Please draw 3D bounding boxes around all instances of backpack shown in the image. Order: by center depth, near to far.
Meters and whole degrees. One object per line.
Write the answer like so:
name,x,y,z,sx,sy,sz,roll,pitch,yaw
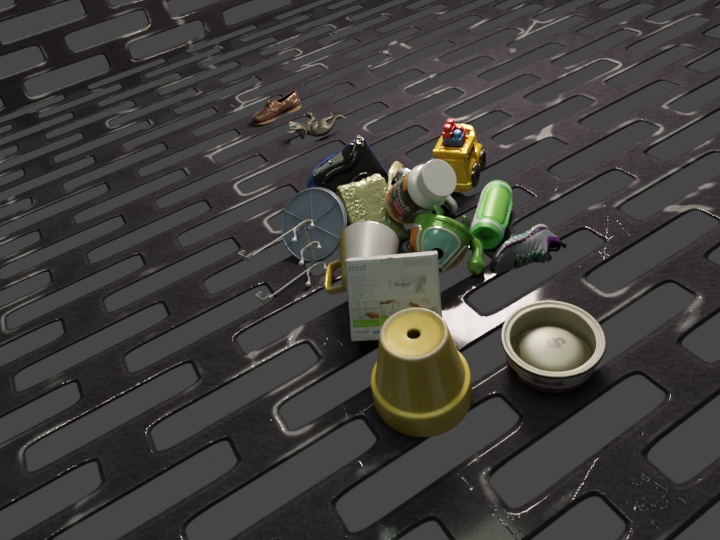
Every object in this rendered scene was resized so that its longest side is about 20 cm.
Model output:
backpack,-0.047,-0.242,1.661,0.199,0.168,0.163,-38,91,-20

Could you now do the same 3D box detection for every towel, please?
towel,0.030,-0.149,1.562,0.147,0.036,0.202,-21,81,-19

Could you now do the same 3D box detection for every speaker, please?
speaker,0.340,-0.146,1.521,0.087,0.089,0.201,6,44,20

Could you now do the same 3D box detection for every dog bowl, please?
dog bowl,0.382,0.156,1.184,0.198,0.074,0.201,-7,41,6

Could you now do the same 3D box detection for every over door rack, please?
over door rack,-0.181,-0.017,1.459,0.199,0.149,0.067,-29,38,-19

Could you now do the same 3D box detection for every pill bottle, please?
pill bottle,0.150,-0.197,1.480,0.116,0.117,0.200,-36,2,-25

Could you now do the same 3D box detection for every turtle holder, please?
turtle holder,0.203,-0.057,1.435,0.140,0.185,0.133,-8,56,58

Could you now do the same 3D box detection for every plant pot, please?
plant pot,0.111,0.182,1.134,0.198,0.190,0.202,-7,40,6

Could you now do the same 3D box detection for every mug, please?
mug,0.010,0.000,1.428,0.148,0.187,0.154,18,49,-15

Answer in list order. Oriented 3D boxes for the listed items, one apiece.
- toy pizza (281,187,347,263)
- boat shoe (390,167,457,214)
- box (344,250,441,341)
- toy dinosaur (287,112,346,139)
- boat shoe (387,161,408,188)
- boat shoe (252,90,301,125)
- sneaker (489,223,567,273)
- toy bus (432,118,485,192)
toy pizza,-0.122,-0.120,1.570,0.198,0.032,0.203,-2,85,24
boat shoe,0.171,-0.205,1.616,0.199,0.069,0.057,35,66,14
box,0.074,0.054,1.279,0.197,0.179,0.097,-5,4,9
toy dinosaur,-0.145,-0.497,2.053,0.197,0.077,0.103,3,55,10
boat shoe,0.105,-0.231,1.690,0.062,0.074,0.202,6,55,11
boat shoe,-0.319,-0.612,2.210,0.199,0.071,0.070,-31,46,-19
sneaker,0.399,-0.042,1.402,0.199,0.075,0.087,-32,50,-22
toy bus,0.276,-0.350,1.683,0.134,0.193,0.201,8,43,23
